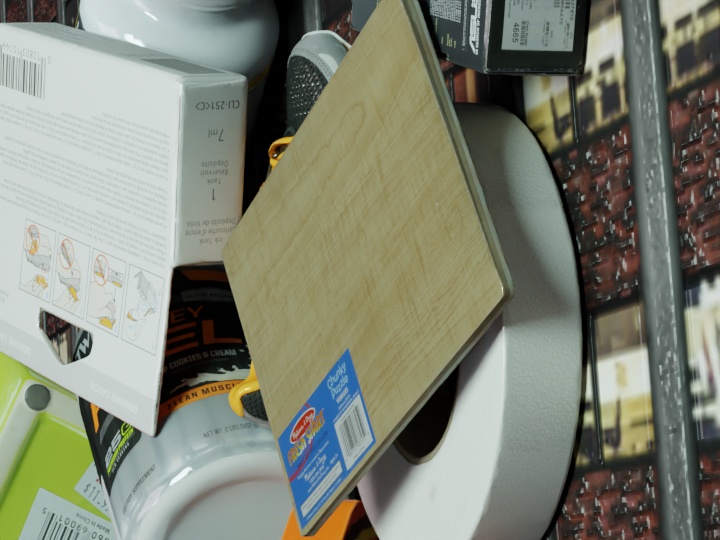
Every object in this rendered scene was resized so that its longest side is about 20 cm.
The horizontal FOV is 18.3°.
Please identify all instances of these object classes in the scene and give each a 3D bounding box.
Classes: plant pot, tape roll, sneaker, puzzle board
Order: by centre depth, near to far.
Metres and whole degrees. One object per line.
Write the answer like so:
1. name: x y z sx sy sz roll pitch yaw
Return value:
1. puzzle board: 0.000 0.000 0.944 0.200 0.017 0.152 -54 45 48
2. tape roll: 0.038 0.029 0.954 0.203 0.037 0.205 179 90 -70
3. sneaker: -0.025 -0.017 1.073 0.078 0.077 0.202 155 114 -70
4. plant pot: -0.191 0.166 1.305 0.181 0.199 0.200 -23 40 61

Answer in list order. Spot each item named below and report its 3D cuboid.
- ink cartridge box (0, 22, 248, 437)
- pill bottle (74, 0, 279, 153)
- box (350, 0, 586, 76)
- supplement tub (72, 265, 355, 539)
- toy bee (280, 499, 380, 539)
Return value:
1. ink cartridge box: -0.132 -0.027 1.153 0.199 0.044 0.178 21 111 52
2. pill bottle: -0.108 -0.114 1.249 0.201 0.111 0.113 109 152 -45
3. box: 0.046 -0.189 0.913 0.160 0.043 0.202 -149 61 -68
4. supplement tub: -0.083 0.078 1.171 0.200 0.121 0.123 -117 32 -51
5. toy bee: -0.038 0.209 1.041 0.130 0.200 0.109 18 142 44
